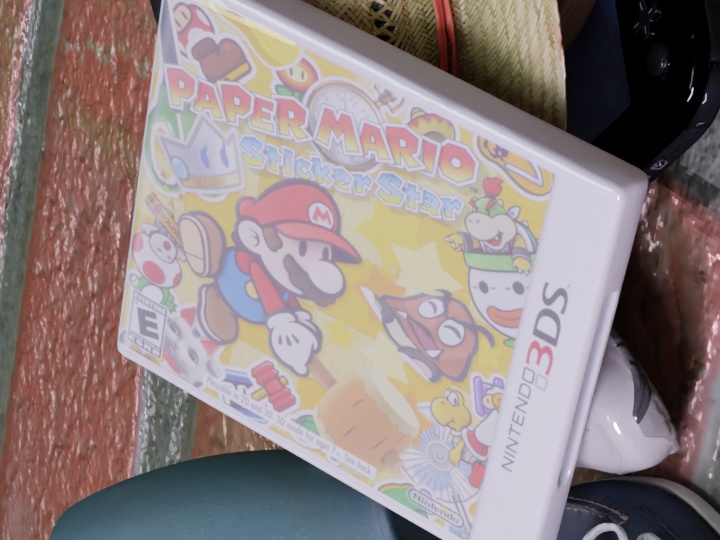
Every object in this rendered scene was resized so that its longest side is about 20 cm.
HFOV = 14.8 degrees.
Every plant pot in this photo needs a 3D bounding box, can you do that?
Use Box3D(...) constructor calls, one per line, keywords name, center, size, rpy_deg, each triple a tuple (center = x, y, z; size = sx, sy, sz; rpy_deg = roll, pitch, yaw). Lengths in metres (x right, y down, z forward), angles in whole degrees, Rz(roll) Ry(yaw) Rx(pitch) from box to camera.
Box3D(name="plant pot", center=(-0.019, 0.155, 1.166), size=(0.135, 0.200, 0.200), rpy_deg=(-31, 58, 18))

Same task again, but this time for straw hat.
Box3D(name="straw hat", center=(0.007, -0.095, 1.051), size=(0.201, 0.085, 0.201), rpy_deg=(171, 90, -79))

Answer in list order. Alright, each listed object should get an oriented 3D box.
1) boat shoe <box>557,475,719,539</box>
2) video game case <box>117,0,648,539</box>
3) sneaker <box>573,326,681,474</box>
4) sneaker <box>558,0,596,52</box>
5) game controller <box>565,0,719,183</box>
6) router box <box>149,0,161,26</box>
Box3D(name="boat shoe", center=(0.110, 0.130, 1.026), size=(0.200, 0.062, 0.075), rpy_deg=(39, 126, 55))
Box3D(name="video game case", center=(0.000, 0.000, 1.025), size=(0.200, 0.023, 0.182), rpy_deg=(29, 129, 24))
Box3D(name="sneaker", center=(0.050, 0.061, 1.086), size=(0.200, 0.087, 0.075), rpy_deg=(0, 125, 60))
Box3D(name="sneaker", center=(0.065, -0.181, 1.054), size=(0.070, 0.076, 0.200), rpy_deg=(-148, 70, -68))
Box3D(name="game controller", center=(0.082, -0.065, 1.090), size=(0.200, 0.042, 0.104), rpy_deg=(-45, 53, 52))
Box3D(name="router box", center=(-0.049, -0.222, 1.153), size=(0.200, 0.052, 0.157), rpy_deg=(-56, 44, 47))
